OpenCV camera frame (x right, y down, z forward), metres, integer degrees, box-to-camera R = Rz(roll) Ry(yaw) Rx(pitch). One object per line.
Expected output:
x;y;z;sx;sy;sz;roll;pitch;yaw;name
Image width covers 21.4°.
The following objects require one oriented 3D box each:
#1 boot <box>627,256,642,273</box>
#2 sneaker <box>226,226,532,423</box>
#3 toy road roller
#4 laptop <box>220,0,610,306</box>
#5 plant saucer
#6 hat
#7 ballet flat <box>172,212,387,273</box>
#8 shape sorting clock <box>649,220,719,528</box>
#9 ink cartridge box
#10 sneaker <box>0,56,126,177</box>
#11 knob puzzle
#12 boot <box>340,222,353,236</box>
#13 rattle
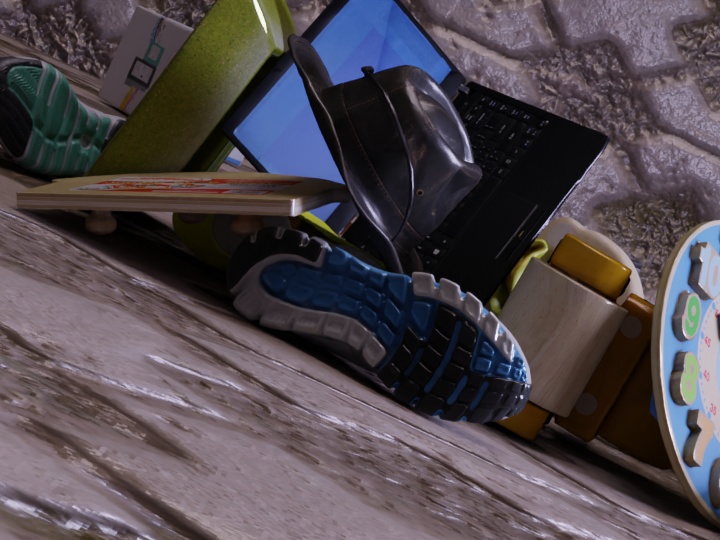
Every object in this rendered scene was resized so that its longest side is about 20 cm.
0.209;0.047;1.618;0.068;0.131;0.200;28;5;26;boot
0.021;0.033;1.141;0.200;0.075;0.087;27;-1;25;sneaker
0.162;0.061;1.245;0.146;0.123;0.200;30;4;9;toy road roller
0.041;-0.094;1.338;0.200;0.177;0.103;26;-25;31;laptop
-0.112;-0.115;1.379;0.048;0.200;0.200;38;5;3;plant saucer
0.029;-0.075;1.208;0.201;0.081;0.201;64;5;-10;hat
-0.041;-0.012;1.298;0.199;0.067;0.067;29;-17;11;ballet flat
0.242;0.067;1.221;0.039;0.201;0.200;-12;-20;36;shape sorting clock
-0.239;-0.258;2.642;0.146;0.147;0.200;21;6;-37;ink cartridge box
-0.244;-0.105;1.404;0.087;0.075;0.200;12;-11;25;sneaker
-0.103;-0.042;1.224;0.219;0.031;0.220;0;7;0;knob puzzle
0.000;0.000;1.416;0.154;0.074;0.200;32;9;23;boot
0.157;0.033;1.382;0.143;0.130;0.200;80;-15;-55;rattle
